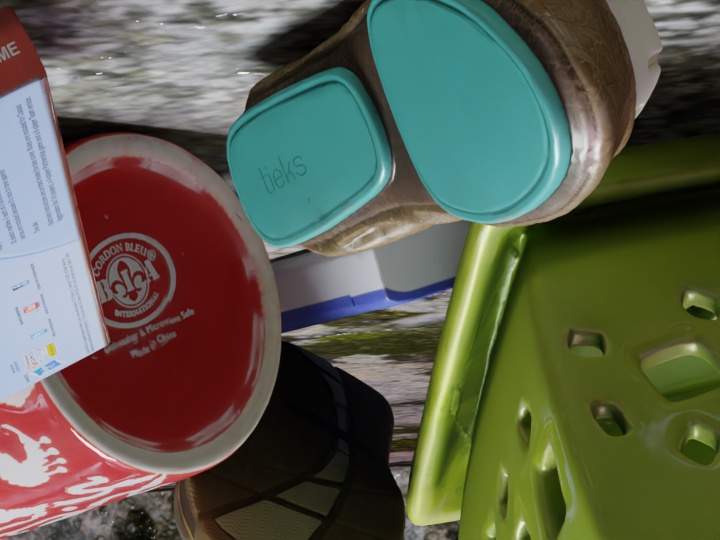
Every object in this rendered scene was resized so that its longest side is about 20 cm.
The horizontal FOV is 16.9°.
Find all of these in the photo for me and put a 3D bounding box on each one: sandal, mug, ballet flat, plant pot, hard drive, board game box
[{"bbox_3d":[-0.028,0.078,0.856,0.080,0.054,0.200,31,-166,-5],"label":"sandal"},{"bbox_3d":[-0.124,0.013,0.814,0.199,0.178,0.133,-17,129,44],"label":"mug"},{"bbox_3d":[0.030,-0.043,0.594,0.072,0.068,0.200,-23,180,-22],"label":"ballet flat"},{"bbox_3d":[0.124,0.066,0.771,0.198,0.182,0.200,-10,142,-16],"label":"plant pot"},{"bbox_3d":[0.000,0.000,0.897,0.131,0.026,0.199,-18,-178,-36],"label":"hard drive"},{"bbox_3d":[-0.111,0.007,0.546,0.102,0.020,0.200,-29,167,-10],"label":"board game box"}]
